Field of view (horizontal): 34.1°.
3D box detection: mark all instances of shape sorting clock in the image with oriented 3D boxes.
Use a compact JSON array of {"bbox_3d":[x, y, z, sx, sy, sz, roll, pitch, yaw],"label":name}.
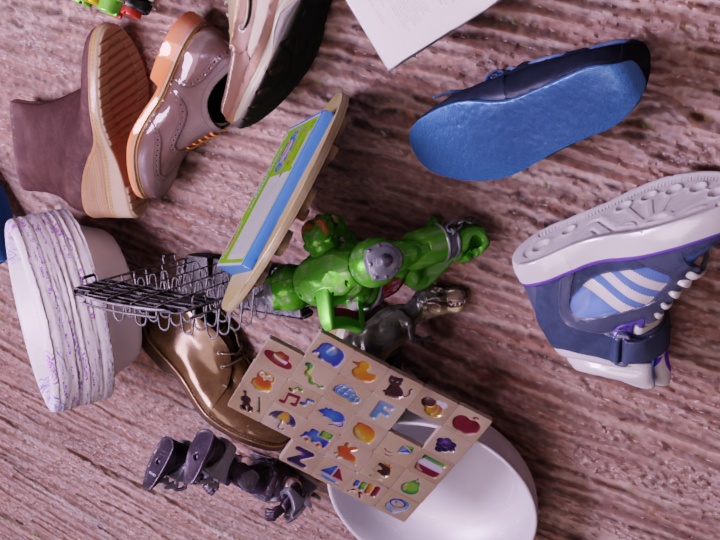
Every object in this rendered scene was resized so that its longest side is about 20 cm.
[{"bbox_3d":[-0.060,-0.055,0.957,0.039,0.201,0.200,29,135,-14],"label":"shape sorting clock"}]

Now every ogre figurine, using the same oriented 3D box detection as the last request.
[{"bbox_3d":[0.000,0.000,0.988,0.199,0.120,0.099,7,101,35],"label":"ogre figurine"}]

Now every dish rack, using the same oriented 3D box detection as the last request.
[{"bbox_3d":[-0.154,0.025,1.072,0.153,0.200,0.055,7,104,31],"label":"dish rack"}]

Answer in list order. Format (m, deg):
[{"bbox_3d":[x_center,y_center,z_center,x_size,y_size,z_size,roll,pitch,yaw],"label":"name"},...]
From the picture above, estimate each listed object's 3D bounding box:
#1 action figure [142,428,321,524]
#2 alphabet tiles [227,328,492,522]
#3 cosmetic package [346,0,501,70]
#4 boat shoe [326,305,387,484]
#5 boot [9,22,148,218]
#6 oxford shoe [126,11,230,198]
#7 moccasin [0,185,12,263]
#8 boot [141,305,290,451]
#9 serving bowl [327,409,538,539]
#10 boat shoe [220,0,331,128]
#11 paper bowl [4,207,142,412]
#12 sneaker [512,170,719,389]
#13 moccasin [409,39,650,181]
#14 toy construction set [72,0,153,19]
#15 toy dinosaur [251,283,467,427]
[{"bbox_3d":[-0.124,0.212,1.201,0.130,0.070,0.200,4,164,37],"label":"action figure"},{"bbox_3d":[-0.010,0.133,1.023,0.199,0.008,0.167,28,130,-7],"label":"alphabet tiles"},{"bbox_3d":[0.034,-0.268,0.825,0.150,0.052,0.201,-28,101,25],"label":"cosmetic package"},{"bbox_3d":[-0.026,0.111,1.122,0.076,0.071,0.201,37,125,42],"label":"boat shoe"},{"bbox_3d":[-0.284,-0.149,1.131,0.166,0.072,0.201,17,122,29],"label":"boot"},{"bbox_3d":[-0.158,-0.132,1.059,0.073,0.071,0.201,30,133,5],"label":"oxford shoe"},{"bbox_3d":[-0.438,-0.094,1.264,0.068,0.080,0.201,-24,89,27],"label":"moccasin"},{"bbox_3d":[-0.139,0.101,1.196,0.200,0.074,0.076,42,123,8],"label":"boot"},{"bbox_3d":[0.072,0.197,1.097,0.199,0.066,0.201,10,127,13],"label":"serving bowl"},{"bbox_3d":[-0.071,-0.211,0.952,0.074,0.076,0.201,39,124,14],"label":"boat shoe"},{"bbox_3d":[-0.290,0.035,1.197,0.201,0.104,0.202,49,147,48],"label":"paper bowl"},{"bbox_3d":[0.226,0.018,0.890,0.199,0.081,0.147,-19,114,37],"label":"sneaker"},{"bbox_3d":[0.129,-0.117,0.873,0.199,0.068,0.081,-9,120,39],"label":"moccasin"},{"bbox_3d":[-0.233,-0.265,0.975,0.131,0.200,0.093,19,107,-29],"label":"toy construction set"},{"bbox_3d":[0.011,0.083,1.042,0.199,0.047,0.089,-27,104,-1],"label":"toy dinosaur"}]
